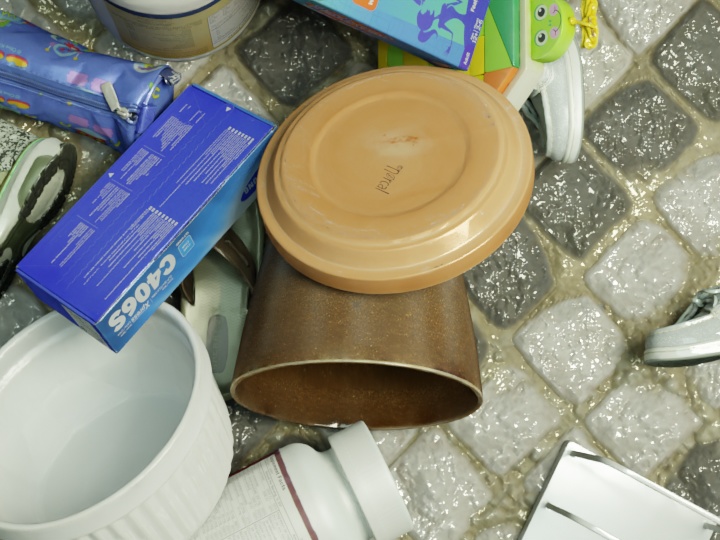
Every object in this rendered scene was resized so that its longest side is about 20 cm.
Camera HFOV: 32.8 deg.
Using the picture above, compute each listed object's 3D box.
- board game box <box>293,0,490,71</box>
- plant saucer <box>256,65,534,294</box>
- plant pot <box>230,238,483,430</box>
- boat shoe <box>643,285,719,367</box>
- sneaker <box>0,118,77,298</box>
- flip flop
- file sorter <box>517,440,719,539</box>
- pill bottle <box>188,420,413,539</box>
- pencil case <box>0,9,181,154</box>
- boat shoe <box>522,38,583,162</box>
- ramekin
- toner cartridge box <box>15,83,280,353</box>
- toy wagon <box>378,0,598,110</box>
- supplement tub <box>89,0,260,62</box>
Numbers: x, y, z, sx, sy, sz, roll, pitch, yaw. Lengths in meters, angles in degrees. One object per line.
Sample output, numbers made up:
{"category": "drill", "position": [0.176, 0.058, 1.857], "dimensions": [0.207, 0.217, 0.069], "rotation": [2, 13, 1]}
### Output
{"category": "board game box", "position": [0.016, -0.244, 0.848], "dimensions": [0.198, 0.045, 0.154], "rotation": [15, 94, -37]}
{"category": "plant saucer", "position": [0.022, -0.073, 0.857], "dimensions": [0.197, 0.033, 0.202], "rotation": [-7, 52, 9]}
{"category": "plant pot", "position": [0.000, 0.000, 0.925], "dimensions": [0.184, 0.187, 0.203], "rotation": [3, 69, -3]}
{"category": "boat shoe", "position": [0.314, 0.028, 0.981], "dimensions": [0.199, 0.074, 0.066], "rotation": [-18, 80, -9]}
{"category": "sneaker", "position": [-0.308, -0.034, 0.957], "dimensions": [0.088, 0.077, 0.201], "rotation": [32, 79, 13]}
{"category": "flip flop", "position": [-0.116, 0.002, 0.963], "dimensions": [0.080, 0.058, 0.203], "rotation": [0, 85, -3]}
{"category": "file sorter", "position": [0.185, 0.254, 0.927], "dimensions": [0.137, 0.125, 0.202], "rotation": [27, 85, 0]}
{"category": "pill bottle", "position": [-0.067, 0.199, 0.924], "dimensions": [0.198, 0.110, 0.111], "rotation": [-27, 87, -5]}
{"category": "pencil case", "position": [-0.241, -0.150, 0.955], "dimensions": [0.197, 0.087, 0.079], "rotation": [19, 101, 0]}
{"category": "boat shoe", "position": [0.136, -0.182, 0.981], "dimensions": [0.064, 0.074, 0.205], "rotation": [-11, 82, 2]}
{"category": "ramekin", "position": [-0.186, 0.125, 0.887], "dimensions": [0.197, 0.106, 0.202], "rotation": [-12, 46, 13]}
{"category": "toner cartridge box", "position": [-0.152, -0.043, 0.906], "dimensions": [0.094, 0.043, 0.200], "rotation": [29, 68, 29]}
{"category": "toy wagon", "position": [0.091, -0.177, 0.937], "dimensions": [0.039, 0.198, 0.158], "rotation": [4, 84, -43]}
{"category": "supplement tub", "position": [-0.142, -0.239, 0.909], "dimensions": [0.142, 0.200, 0.147], "rotation": [0, 86, -5]}
